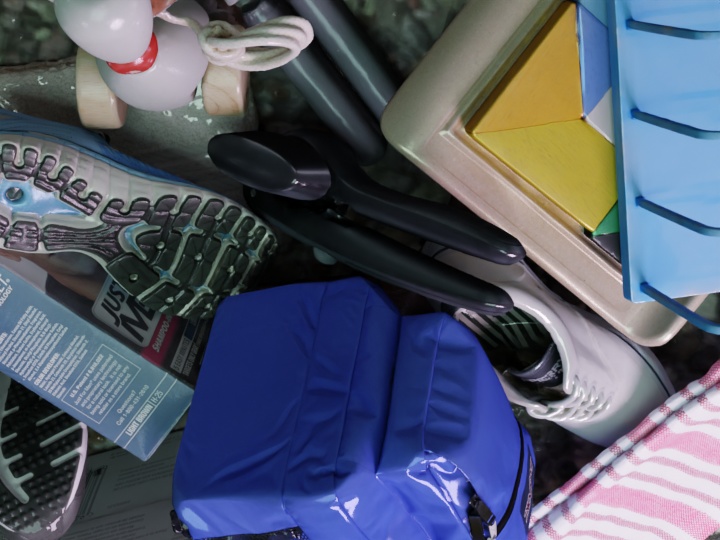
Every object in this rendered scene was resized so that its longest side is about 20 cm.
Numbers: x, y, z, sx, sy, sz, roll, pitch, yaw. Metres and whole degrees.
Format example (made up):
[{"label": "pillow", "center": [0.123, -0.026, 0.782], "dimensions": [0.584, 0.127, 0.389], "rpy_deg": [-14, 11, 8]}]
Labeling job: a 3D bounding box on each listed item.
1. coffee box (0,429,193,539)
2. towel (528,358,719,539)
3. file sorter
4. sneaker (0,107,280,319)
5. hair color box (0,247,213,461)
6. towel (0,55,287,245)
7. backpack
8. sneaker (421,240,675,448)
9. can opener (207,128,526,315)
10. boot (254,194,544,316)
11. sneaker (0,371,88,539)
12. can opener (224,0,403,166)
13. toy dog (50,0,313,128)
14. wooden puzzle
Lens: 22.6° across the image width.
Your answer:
[{"label": "coffee box", "center": [-0.113, 0.235, 1.093], "dimensions": [0.200, 0.200, 0.198], "rpy_deg": [-16, 114, 16]}, {"label": "towel", "center": [0.183, 0.129, 1.052], "dimensions": [0.200, 0.030, 0.146], "rpy_deg": [-43, 142, 24]}, {"label": "file sorter", "center": [0.210, -0.079, 0.887], "dimensions": [0.139, 0.123, 0.200], "rpy_deg": [-8, 102, -11]}, {"label": "sneaker", "center": [-0.131, -0.043, 0.984], "dimensions": [0.200, 0.090, 0.078], "rpy_deg": [25, 115, -30]}, {"label": "hair color box", "center": [-0.178, 0.010, 1.001], "dimensions": [0.200, 0.100, 0.061], "rpy_deg": [33, 114, -11]}, {"label": "towel", "center": [-0.152, -0.062, 1.037], "dimensions": [0.200, 0.034, 0.133], "rpy_deg": [-7, 117, 10]}, {"label": "backpack", "center": [0.009, 0.125, 0.957], "dimensions": [0.168, 0.163, 0.200], "rpy_deg": [-3, 137, 23]}, {"label": "sneaker", "center": [0.105, 0.055, 0.990], "dimensions": [0.200, 0.071, 0.073], "rpy_deg": [35, 120, -28]}, {"label": "can opener", "center": [0.005, -0.023, 0.943], "dimensions": [0.200, 0.079, 0.063], "rpy_deg": [29, 119, 35]}, {"label": "boot", "center": [0.000, 0.000, 1.037], "dimensions": [0.200, 0.064, 0.186], "rpy_deg": [-8, 116, 14]}, {"label": "sneaker", "center": [-0.193, 0.092, 1.044], "dimensions": [0.074, 0.200, 0.080], "rpy_deg": [-19, 129, -6]}, {"label": "can opener", "center": [-0.040, -0.137, 0.970], "dimensions": [0.053, 0.066, 0.200], "rpy_deg": [-30, 115, 21]}, {"label": "toy dog", "center": [-0.107, -0.136, 0.908], "dimensions": [0.132, 0.200, 0.096], "rpy_deg": [-2, 81, -17]}, {"label": "wooden puzzle", "center": [0.140, -0.085, 0.950], "dimensions": [0.200, 0.037, 0.185], "rpy_deg": [38, 92, -11]}]
